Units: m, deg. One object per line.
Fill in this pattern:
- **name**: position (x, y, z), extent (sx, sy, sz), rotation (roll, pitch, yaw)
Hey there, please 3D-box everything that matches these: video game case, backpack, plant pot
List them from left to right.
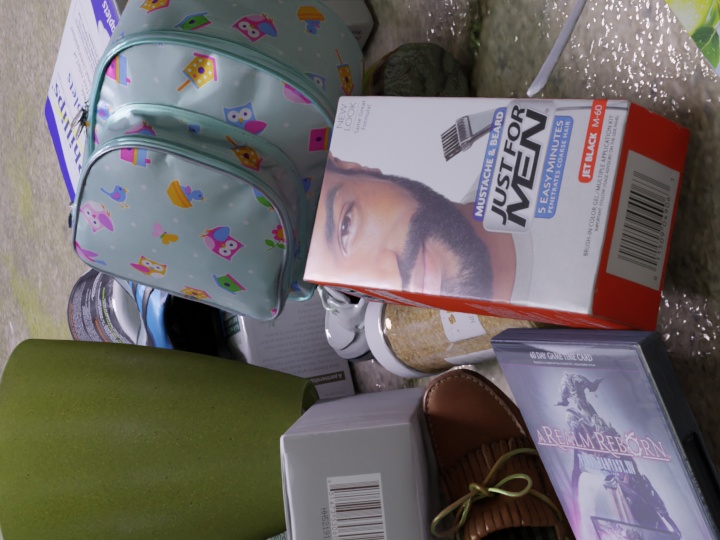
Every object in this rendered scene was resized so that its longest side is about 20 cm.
- **plant pot**: position (-0.127, 0.132, 1.225), extent (0.187, 0.199, 0.188), rotation (-6, -90, -81)
- **backpack**: position (-0.087, -0.079, 1.083), extent (0.154, 0.175, 0.201), rotation (-67, -6, -49)
- **video game case**: position (0.148, 0.123, 0.934), extent (0.143, 0.019, 0.201), rotation (-2, 115, 64)

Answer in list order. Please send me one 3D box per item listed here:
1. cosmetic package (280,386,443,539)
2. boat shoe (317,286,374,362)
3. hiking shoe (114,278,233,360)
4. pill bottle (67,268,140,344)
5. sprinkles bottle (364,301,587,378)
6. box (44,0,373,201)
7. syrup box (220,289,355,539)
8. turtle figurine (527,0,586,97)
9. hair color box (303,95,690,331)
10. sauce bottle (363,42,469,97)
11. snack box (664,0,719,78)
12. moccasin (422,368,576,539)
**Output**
- **cosmetic package**: position (0.005, 0.138, 1.122), extent (0.200, 0.090, 0.107), rotation (-5, -92, -87)
- **boat shoe**: position (0.000, 0.000, 1.206), extent (0.074, 0.067, 0.200), rotation (66, 151, 28)
- **hiking shoe**: position (-0.144, -0.002, 1.323), extent (0.087, 0.074, 0.201), rotation (-23, 90, 55)
- **pill bottle**: position (-0.200, 0.034, 1.579), extent (0.200, 0.106, 0.107), rotation (-17, 83, 64)
- **sprinkles bottle**: position (0.073, 0.022, 1.065), extent (0.200, 0.068, 0.069), rotation (-20, 80, 63)
- **box**: position (-0.115, -0.143, 1.259), extent (0.105, 0.183, 0.200), rotation (66, 150, 25)
- **syrup box**: position (-0.049, 0.121, 1.331), extent (0.079, 0.081, 0.201), rotation (150, 110, -64)
- **turtle figurine**: position (0.084, -0.207, 0.888), extent (0.144, 0.200, 0.194), rotation (36, 136, 8)
- **hair color box**: position (0.068, -0.033, 0.946), extent (0.199, 0.064, 0.111), rotation (5, 82, 44)
- **sauce bottle**: position (0.002, -0.092, 1.174), extent (0.200, 0.064, 0.065), rotation (-29, 73, 61)
- **snack box**: position (0.211, -0.151, 0.741), extent (0.143, 0.053, 0.200), rotation (61, 148, 32)
- **moccasin**: position (0.086, 0.153, 1.050), extent (0.078, 0.073, 0.202), rotation (26, -134, -69)
